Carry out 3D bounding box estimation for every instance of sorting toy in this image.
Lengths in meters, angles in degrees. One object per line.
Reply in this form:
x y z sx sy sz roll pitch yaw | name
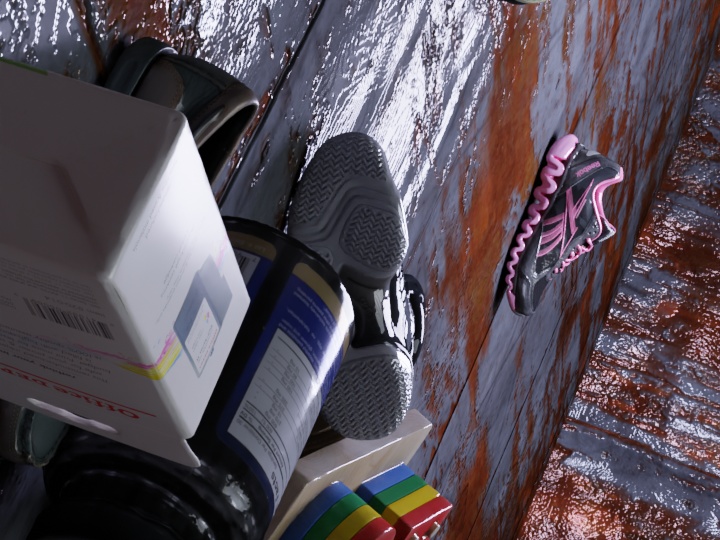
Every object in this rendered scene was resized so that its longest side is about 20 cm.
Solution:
-0.030 0.206 1.295 0.200 0.070 0.199 -57 163 21 | sorting toy

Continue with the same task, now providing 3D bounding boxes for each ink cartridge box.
-0.111 -0.001 0.727 0.200 0.117 0.068 80 31 -66 | ink cartridge box

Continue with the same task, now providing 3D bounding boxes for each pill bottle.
-0.084 0.077 0.934 0.112 0.111 0.200 96 15 -48 | pill bottle

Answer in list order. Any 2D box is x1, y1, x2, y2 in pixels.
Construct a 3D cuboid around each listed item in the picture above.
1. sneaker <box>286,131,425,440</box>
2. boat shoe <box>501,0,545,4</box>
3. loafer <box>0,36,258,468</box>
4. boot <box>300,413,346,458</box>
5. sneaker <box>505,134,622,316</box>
0.000 0.000 1.262 0.114 0.075 0.201 -68 155 -71 | sneaker
0.117 -0.288 1.367 0.063 0.073 0.202 -159 -104 -65 | boat shoe
-0.107 -0.003 0.861 0.072 0.063 0.201 35 76 -76 | loafer
-0.033 0.137 1.361 0.200 0.073 0.155 -35 148 -62 | boot
0.219 -0.039 2.067 0.079 0.095 0.201 -9 119 -77 | sneaker
